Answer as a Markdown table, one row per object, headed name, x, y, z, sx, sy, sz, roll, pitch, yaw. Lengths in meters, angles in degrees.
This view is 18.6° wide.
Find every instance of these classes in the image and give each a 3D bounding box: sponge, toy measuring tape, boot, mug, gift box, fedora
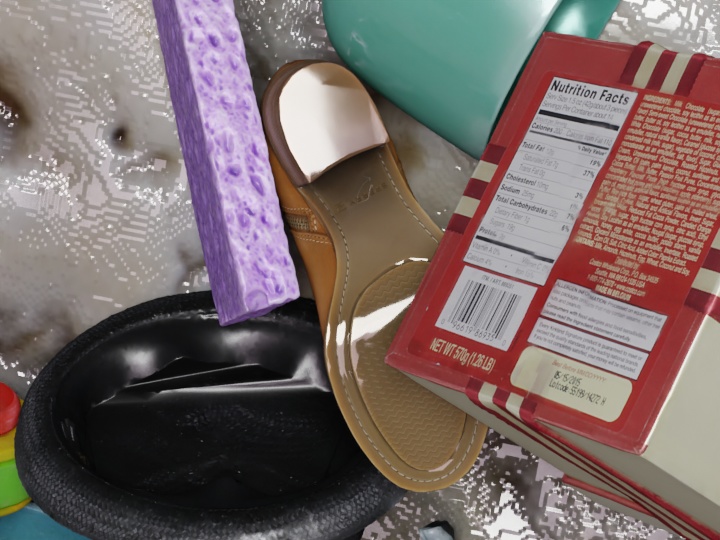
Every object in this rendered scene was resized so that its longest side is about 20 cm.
| name | x | y | z | sx | sy | sz | roll | pitch | yaw |
| --- | --- | --- | --- | --- | --- | --- | --- | --- | --- |
| sponge | -0.069 | -0.077 | 1.029 | 0.030 | 0.112 | 0.202 | -12 | 86 | -10 |
| toy measuring tape | -0.172 | 0.108 | 1.071 | 0.073 | 0.200 | 0.074 | -17 | 126 | -26 |
| boot | 0.000 | 0.000 | 1.021 | 0.076 | 0.155 | 0.201 | -25 | 91 | -4 |
| mug | 0.059 | -0.148 | 1.010 | 0.114 | 0.185 | 0.153 | 34 | 124 | 10 |
| gift box | 0.137 | 0.033 | 0.907 | 0.186 | 0.184 | 0.201 | 31 | 86 | -37 |
| fedora | -0.064 | 0.096 | 1.066 | 0.199 | 0.201 | 0.092 | 5 | 132 | 8 |

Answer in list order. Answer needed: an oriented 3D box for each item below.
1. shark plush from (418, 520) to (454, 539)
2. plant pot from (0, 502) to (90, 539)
| name | x | y | z | sx | sy | sz | roll | pitch | yaw |
| --- | --- | --- | --- | --- | --- | --- | --- | --- | --- |
| shark plush | 0.066 | 0.223 | 1.080 | 0.090 | 0.083 | 0.202 | 3 | 98 | 8 |
| plant pot | -0.206 | 0.239 | 1.078 | 0.198 | 0.200 | 0.189 | 12 | 115 | 6 |
